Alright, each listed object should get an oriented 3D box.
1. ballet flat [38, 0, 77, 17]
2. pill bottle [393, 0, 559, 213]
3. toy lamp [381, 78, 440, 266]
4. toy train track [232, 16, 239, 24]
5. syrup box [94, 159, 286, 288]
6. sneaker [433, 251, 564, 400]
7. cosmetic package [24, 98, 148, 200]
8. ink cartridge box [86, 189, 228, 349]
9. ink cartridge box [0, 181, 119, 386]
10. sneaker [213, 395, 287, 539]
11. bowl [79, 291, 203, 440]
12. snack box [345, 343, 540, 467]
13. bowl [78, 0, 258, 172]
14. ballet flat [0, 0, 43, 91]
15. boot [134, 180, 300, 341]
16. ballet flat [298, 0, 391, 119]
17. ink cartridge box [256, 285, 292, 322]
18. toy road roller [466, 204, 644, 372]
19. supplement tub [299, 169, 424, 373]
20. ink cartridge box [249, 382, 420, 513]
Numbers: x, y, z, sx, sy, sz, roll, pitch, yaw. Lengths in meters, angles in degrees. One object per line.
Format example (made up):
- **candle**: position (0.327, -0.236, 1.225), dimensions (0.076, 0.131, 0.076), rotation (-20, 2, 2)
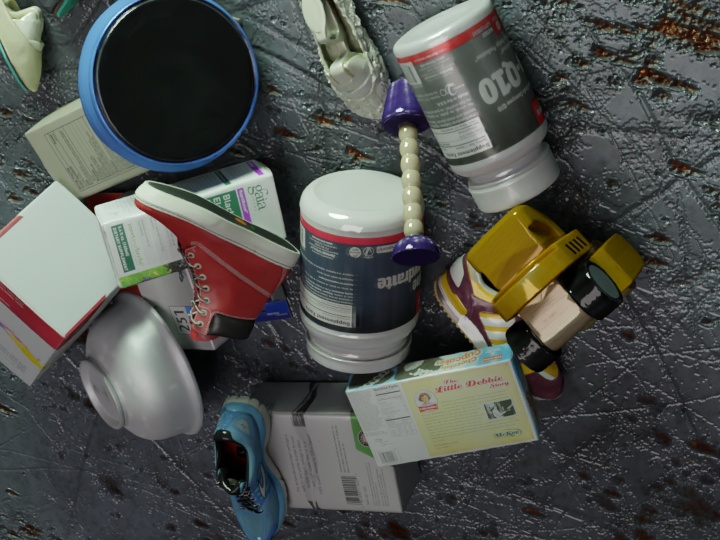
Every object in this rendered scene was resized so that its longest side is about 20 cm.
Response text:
- **ballet flat**: position (-0.304, -0.363, 1.449), dimensions (0.073, 0.073, 0.200), rotation (47, 124, -8)
- **pill bottle**: position (0.126, -0.170, 1.369), dimensions (0.113, 0.114, 0.201), rotation (-20, 109, 27)
- **toy lamp**: position (0.052, -0.108, 1.389), dimensions (0.058, 0.201, 0.058), rotation (-2, 159, -1)
- **toy train track**: position (-0.200, -0.245, 1.494), dimensions (0.114, 0.033, 0.201), rotation (16, 121, 11)
- **syrup box**: position (-0.191, -0.055, 1.483), dimensions (0.199, 0.081, 0.079), rotation (-17, 112, -12)
- **sneaker**: position (0.176, 0.063, 1.496), dimensions (0.200, 0.075, 0.090), rotation (45, 127, -8)
- **cosmetic package**: position (-0.283, -0.162, 1.527), dimensions (0.199, 0.071, 0.106), rotation (-16, 113, 34)
- **ink cartridge box**: position (-0.261, 0.000, 1.609), dimensions (0.175, 0.045, 0.201), rotation (0, 116, 36)
- **ink cartridge box**: position (-0.387, 0.021, 1.594), dimensions (0.145, 0.145, 0.200), rotation (42, 146, -4)
- **sneaker**: position (-0.148, 0.256, 1.605), dimensions (0.078, 0.090, 0.201), rotation (-1, 117, 22)
- **bowl**: position (-0.287, 0.134, 1.632), dimensions (0.201, 0.090, 0.202), rotation (38, 143, 36)
- **snack box**: position (0.095, 0.156, 1.502), dimensions (0.199, 0.037, 0.117), rotation (-12, 119, 18)
- **bowl**: position (-0.205, -0.207, 1.426), dimensions (0.200, 0.039, 0.202), rotation (-3, 97, -23)
- **ballet flat**: position (-0.408, -0.307, 1.521), dimensions (0.069, 0.070, 0.201), rotation (-18, 108, 27)
- **boot**: position (-0.180, -0.001, 1.424), dimensions (0.199, 0.072, 0.145), rotation (28, 99, -29)
- **ballet flat**: position (-0.027, -0.244, 1.414), dimensions (0.071, 0.072, 0.201), rotation (-16, 111, 26)
- **ink cartridge box**: position (-0.159, -0.016, 1.596), dimensions (0.099, 0.039, 0.201), rotation (-9, 113, 23)
- **toy road roller**: position (0.201, 0.001, 1.390), dimensions (0.123, 0.200, 0.146), rotation (-44, 82, 25)
- **supplement tub**: position (0.000, 0.000, 1.487), dimensions (0.140, 0.140, 0.201), rotation (9, 119, 15)
- **ink cartridge box**: position (-0.039, 0.220, 1.648), dimensions (0.199, 0.084, 0.147), rotation (0, 116, 21)
